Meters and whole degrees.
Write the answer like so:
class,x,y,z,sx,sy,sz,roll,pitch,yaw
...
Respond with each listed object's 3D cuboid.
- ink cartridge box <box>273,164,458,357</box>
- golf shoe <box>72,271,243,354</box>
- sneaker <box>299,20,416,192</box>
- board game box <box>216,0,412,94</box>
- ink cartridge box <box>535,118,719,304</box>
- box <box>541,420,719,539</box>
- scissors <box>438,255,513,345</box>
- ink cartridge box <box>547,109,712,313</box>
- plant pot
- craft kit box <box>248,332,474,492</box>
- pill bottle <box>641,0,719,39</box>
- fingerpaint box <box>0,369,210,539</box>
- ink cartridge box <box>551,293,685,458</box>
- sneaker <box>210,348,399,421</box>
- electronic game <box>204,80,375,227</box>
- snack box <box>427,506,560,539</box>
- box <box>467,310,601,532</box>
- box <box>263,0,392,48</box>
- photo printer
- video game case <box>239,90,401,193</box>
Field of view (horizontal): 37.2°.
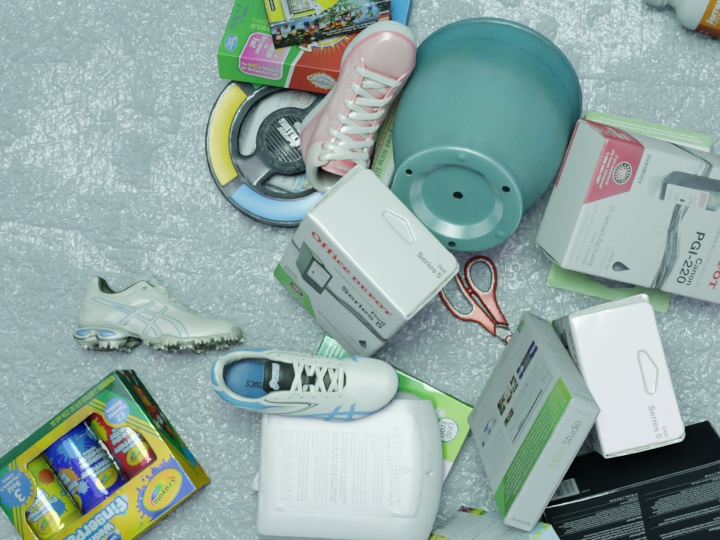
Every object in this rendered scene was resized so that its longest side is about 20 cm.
class,x,y,z,sx,sy,sz,roll,pitch,yaw
ink cartridge box,0.000,0.000,1.118,0.146,0.200,0.084,46,68,4
golf shoe,-0.233,0.048,1.239,0.199,0.078,0.098,3,80,5
sneaker,-0.001,-0.158,1.111,0.075,0.200,0.105,16,48,-25
board game box,-0.049,-0.274,1.224,0.199,0.040,0.154,9,57,4
ink cartridge box,0.306,-0.059,1.118,0.199,0.085,0.146,11,108,-16
box,0.296,0.259,1.136,0.199,0.079,0.142,-16,113,4
scissors,0.158,0.074,1.227,0.073,0.014,0.201,-29,84,0
ink cartridge box,0.302,-0.067,1.206,0.145,0.048,0.201,13,84,6
plant pot,0.120,-0.129,1.114,0.199,0.201,0.188,16,45,7
craft kit box,0.004,0.203,1.217,0.197,0.049,0.201,26,88,4
pill bottle,0.421,-0.309,1.179,0.199,0.112,0.113,19,88,7
fingerpaint box,-0.304,0.239,1.229,0.200,0.073,0.167,-37,83,2
ink cartridge box,0.264,0.109,1.117,0.084,0.200,0.146,-14,84,4
sneaker,-0.060,0.118,1.109,0.199,0.072,0.072,1,79,9
electronic game,-0.081,-0.149,1.231,0.199,0.042,0.201,-1,84,6
snack box,0.166,0.335,1.092,0.068,0.200,0.169,-34,95,-22
box,0.168,0.146,1.075,0.036,0.200,0.145,22,109,-11
box,-0.052,-0.350,1.219,0.136,0.038,0.201,-12,58,-3
photo printer,-0.010,0.212,1.161,0.199,0.069,0.167,1,83,6
video game case,-0.031,-0.179,1.261,0.181,0.022,0.201,20,87,7
